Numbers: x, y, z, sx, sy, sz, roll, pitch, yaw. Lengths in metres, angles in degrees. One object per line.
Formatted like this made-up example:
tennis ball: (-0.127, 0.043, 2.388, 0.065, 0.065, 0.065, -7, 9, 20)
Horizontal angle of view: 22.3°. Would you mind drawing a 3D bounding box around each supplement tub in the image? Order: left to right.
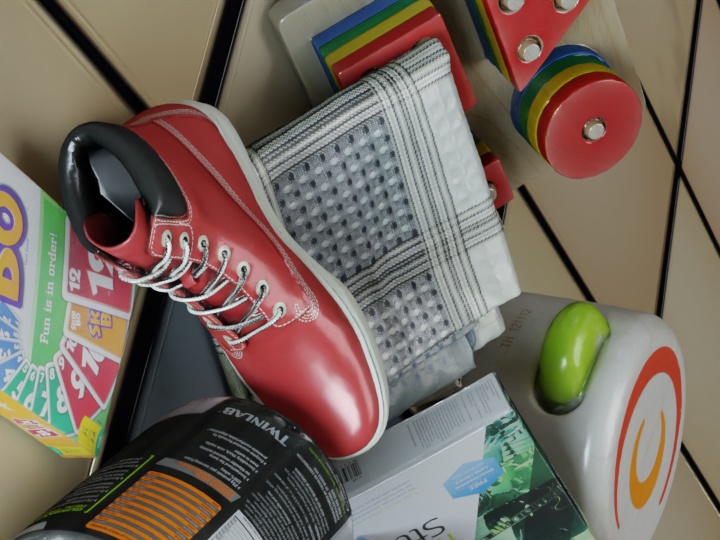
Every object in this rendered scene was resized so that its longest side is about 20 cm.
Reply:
supplement tub: (-0.094, 0.147, 0.818, 0.200, 0.122, 0.123, -39, 123, -58)

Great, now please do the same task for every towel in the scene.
towel: (0.000, 0.000, 1.025, 0.192, 0.034, 0.201, -33, 123, -26)

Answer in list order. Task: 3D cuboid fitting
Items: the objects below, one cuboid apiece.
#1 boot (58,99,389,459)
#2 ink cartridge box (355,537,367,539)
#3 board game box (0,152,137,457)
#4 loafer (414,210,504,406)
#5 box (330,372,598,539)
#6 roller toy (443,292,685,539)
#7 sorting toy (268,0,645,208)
boot: (-0.066, 0.015, 0.865, 0.201, 0.072, 0.144, 57, 18, 0)
ink cartridge box: (0.002, 0.271, 1.042, 0.201, 0.068, 0.116, -62, 143, -23)
board game box: (-0.164, 0.001, 0.796, 0.200, 0.030, 0.096, 45, 49, -52)
loafer: (0.065, 0.024, 1.213, 0.200, 0.069, 0.075, -62, 141, -46)
box: (0.056, 0.156, 1.111, 0.200, 0.144, 0.036, 54, 9, -49)
roller toy: (0.136, 0.113, 1.278, 0.182, 0.139, 0.201, -5, 103, -62)
sorting toy: (0.076, -0.115, 1.103, 0.070, 0.198, 0.200, 54, -8, 50)
